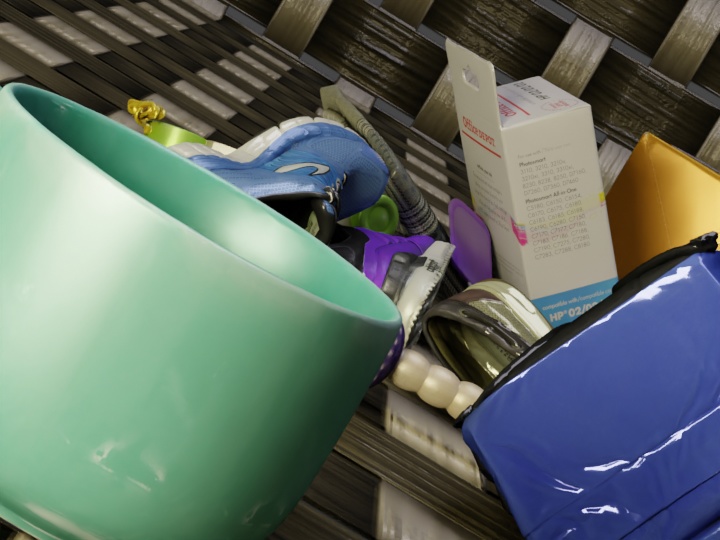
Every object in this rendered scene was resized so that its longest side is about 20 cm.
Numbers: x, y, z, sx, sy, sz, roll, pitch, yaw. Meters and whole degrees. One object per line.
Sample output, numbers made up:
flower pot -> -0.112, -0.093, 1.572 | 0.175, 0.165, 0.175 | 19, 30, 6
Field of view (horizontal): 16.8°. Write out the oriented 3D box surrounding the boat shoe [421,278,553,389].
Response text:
boat shoe -> 0.108, 0.087, 1.399 | 0.066, 0.072, 0.201 | -17, 55, -41

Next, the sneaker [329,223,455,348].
sneaker -> 0.000, -0.001, 1.516 | 0.099, 0.070, 0.200 | 23, 4, 2

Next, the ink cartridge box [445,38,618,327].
ink cartridge box -> 0.118, -0.060, 1.650 | 0.067, 0.202, 0.115 | -14, 17, -11

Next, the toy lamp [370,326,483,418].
toy lamp -> 0.086, 0.086, 1.318 | 0.199, 0.058, 0.058 | 31, 7, -8

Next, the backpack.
backpack -> 0.153, 0.089, 1.201 | 0.169, 0.162, 0.200 | 61, 12, 7

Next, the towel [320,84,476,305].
towel -> 0.038, -0.024, 1.700 | 0.193, 0.034, 0.200 | 56, 0, -25

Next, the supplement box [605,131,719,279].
supplement box -> 0.241, 0.023, 1.842 | 0.132, 0.198, 0.200 | 33, 8, 19

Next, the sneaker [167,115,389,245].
sneaker -> -0.043, -0.032, 1.402 | 0.089, 0.079, 0.199 | 34, 30, 26

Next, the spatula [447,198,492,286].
spatula -> 0.089, 0.032, 1.577 | 0.056, 0.020, 0.201 | 43, 20, -43

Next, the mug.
mug -> -0.085, 0.020, 0.807 | 0.151, 0.115, 0.185 | 26, 8, -32

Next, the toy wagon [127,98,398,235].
toy wagon -> -0.074, -0.058, 1.603 | 0.199, 0.040, 0.155 | 24, -7, -33
